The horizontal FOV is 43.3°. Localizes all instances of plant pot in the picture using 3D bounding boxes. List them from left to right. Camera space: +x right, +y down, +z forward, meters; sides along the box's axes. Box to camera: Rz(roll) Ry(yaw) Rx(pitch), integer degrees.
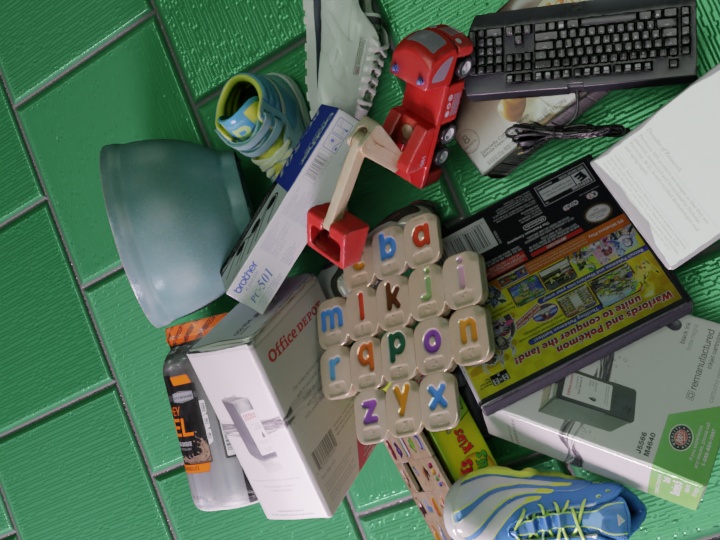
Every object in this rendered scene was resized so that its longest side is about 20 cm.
[{"bbox_3d":[-0.180,-0.054,0.973,0.133,0.200,0.202,-16,87,-2],"label":"plant pot"}]

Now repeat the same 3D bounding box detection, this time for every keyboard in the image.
[{"bbox_3d":[0.188,-0.169,0.790,0.198,0.021,0.128,-1,96,23],"label":"keyboard"}]

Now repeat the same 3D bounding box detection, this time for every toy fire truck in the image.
[{"bbox_3d":[0.025,-0.112,0.812,0.049,0.141,0.201,34,131,28],"label":"toy fire truck"}]

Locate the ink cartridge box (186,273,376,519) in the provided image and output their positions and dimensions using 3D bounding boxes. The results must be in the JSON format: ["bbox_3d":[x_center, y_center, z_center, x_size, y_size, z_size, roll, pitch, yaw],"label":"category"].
[{"bbox_3d":[-0.070,0.125,0.914,0.084,0.146,0.201,-10,111,29],"label":"ink cartridge box"}]

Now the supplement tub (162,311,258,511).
[{"bbox_3d":[-0.145,0.150,0.996,0.122,0.122,0.202,-15,88,24],"label":"supplement tub"}]

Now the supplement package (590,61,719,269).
[{"bbox_3d":[0.317,-0.107,0.771,0.200,0.117,0.118,-39,78,22],"label":"supplement package"}]

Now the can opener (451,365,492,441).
[{"bbox_3d":[0.101,0.074,0.903,0.078,0.063,0.202,-7,100,25],"label":"can opener"}]

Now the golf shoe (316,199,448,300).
[{"bbox_3d":[0.000,0.000,0.939,0.200,0.088,0.077,-44,79,22],"label":"golf shoe"}]

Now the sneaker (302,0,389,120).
[{"bbox_3d":[-0.010,-0.211,0.937,0.080,0.076,0.202,-4,94,15],"label":"sneaker"}]

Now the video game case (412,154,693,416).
[{"bbox_3d":[0.162,0.008,0.819,0.199,0.026,0.182,-27,55,5],"label":"video game case"}]

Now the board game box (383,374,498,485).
[{"bbox_3d":[0.091,0.189,0.895,0.047,0.102,0.201,-27,86,-18],"label":"board game box"}]

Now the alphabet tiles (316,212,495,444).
[{"bbox_3d":[0.036,0.055,0.837,0.199,0.015,0.197,-20,68,39],"label":"alphabet tiles"}]

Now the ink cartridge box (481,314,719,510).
[{"bbox_3d":[0.226,0.103,0.816,0.199,0.084,0.146,17,69,22],"label":"ink cartridge box"}]

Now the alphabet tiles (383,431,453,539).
[{"bbox_3d":[0.085,0.246,0.894,0.008,0.167,0.201,-27,82,-15],"label":"alphabet tiles"}]

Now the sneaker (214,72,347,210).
[{"bbox_3d":[-0.089,-0.115,0.945,0.079,0.130,0.201,-27,84,22],"label":"sneaker"}]

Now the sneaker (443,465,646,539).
[{"bbox_3d":[0.172,0.208,0.802,0.105,0.199,0.076,-22,68,52],"label":"sneaker"}]

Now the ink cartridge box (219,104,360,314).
[{"bbox_3d":[-0.065,-0.063,0.876,0.044,0.094,0.201,31,93,-17],"label":"ink cartridge box"}]

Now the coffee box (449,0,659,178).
[{"bbox_3d":[0.168,-0.193,0.850,0.200,0.080,0.115,-39,79,22],"label":"coffee box"}]
